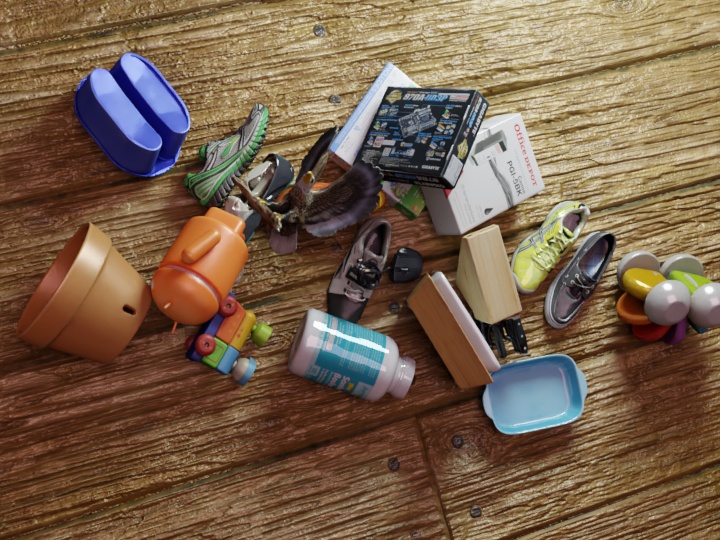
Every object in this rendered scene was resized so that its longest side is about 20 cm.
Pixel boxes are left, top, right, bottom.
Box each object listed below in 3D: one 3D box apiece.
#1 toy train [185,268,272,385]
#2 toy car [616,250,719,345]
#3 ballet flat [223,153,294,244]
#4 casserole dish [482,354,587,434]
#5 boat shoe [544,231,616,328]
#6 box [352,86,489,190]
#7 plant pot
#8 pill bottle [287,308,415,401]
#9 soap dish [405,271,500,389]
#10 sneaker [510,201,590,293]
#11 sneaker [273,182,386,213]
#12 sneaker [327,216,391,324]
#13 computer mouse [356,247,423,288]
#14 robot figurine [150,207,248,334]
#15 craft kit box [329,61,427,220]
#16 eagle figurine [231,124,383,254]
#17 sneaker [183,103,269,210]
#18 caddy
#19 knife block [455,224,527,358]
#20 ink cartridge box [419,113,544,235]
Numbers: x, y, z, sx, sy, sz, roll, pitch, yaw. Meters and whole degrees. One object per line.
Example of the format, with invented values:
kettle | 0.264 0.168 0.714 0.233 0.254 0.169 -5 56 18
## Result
toy train | -0.191 0.078 1.543 0.115 0.084 0.202 34 74 -18
toy car | 0.551 0.062 1.689 0.197 0.176 0.152 3 116 -13
ballet flat | -0.186 -0.116 1.570 0.073 0.073 0.201 38 73 -5
casserole dish | 0.300 0.216 1.655 0.197 0.039 0.123 -9 84 -13
boat shoe | 0.400 0.013 1.692 0.070 0.066 0.201 39 75 -5
box | 0.096 -0.221 1.553 0.046 0.198 0.161 36 72 -45
plant pot | -0.412 0.050 1.443 0.139 0.199 0.202 36 75 -22
pill bottle | -0.012 0.146 1.554 0.197 0.111 0.112 20 78 -9
soap dish | 0.149 0.101 1.582 0.081 0.157 0.202 -31 90 2
sneaker | 0.335 -0.048 1.681 0.075 0.076 0.201 36 77 -7
sneaker | -0.055 -0.120 1.592 0.196 0.077 0.074 -9 89 2
sneaker | 0.000 0.000 1.591 0.073 0.088 0.203 21 79 -11
computer mouse | 0.055 -0.001 1.569 0.034 0.199 0.060 20 108 28
robot figurine | -0.249 -0.002 1.462 0.117 0.143 0.202 43 56 -27
craft kit box | 0.071 -0.228 1.663 0.196 0.049 0.201 36 76 -3
eagle figurine | -0.079 -0.126 1.520 0.199 0.150 0.154 -31 106 -27
sneaker | -0.219 -0.200 1.573 0.085 0.078 0.201 35 76 -5
caddy | -0.371 -0.249 1.534 0.201 0.105 0.141 52 51 -2
knife block | 0.231 0.048 1.597 0.063 0.201 0.177 -21 57 -15
ink cartridge box | 0.205 -0.168 1.636 0.198 0.083 0.149 -28 104 -23
